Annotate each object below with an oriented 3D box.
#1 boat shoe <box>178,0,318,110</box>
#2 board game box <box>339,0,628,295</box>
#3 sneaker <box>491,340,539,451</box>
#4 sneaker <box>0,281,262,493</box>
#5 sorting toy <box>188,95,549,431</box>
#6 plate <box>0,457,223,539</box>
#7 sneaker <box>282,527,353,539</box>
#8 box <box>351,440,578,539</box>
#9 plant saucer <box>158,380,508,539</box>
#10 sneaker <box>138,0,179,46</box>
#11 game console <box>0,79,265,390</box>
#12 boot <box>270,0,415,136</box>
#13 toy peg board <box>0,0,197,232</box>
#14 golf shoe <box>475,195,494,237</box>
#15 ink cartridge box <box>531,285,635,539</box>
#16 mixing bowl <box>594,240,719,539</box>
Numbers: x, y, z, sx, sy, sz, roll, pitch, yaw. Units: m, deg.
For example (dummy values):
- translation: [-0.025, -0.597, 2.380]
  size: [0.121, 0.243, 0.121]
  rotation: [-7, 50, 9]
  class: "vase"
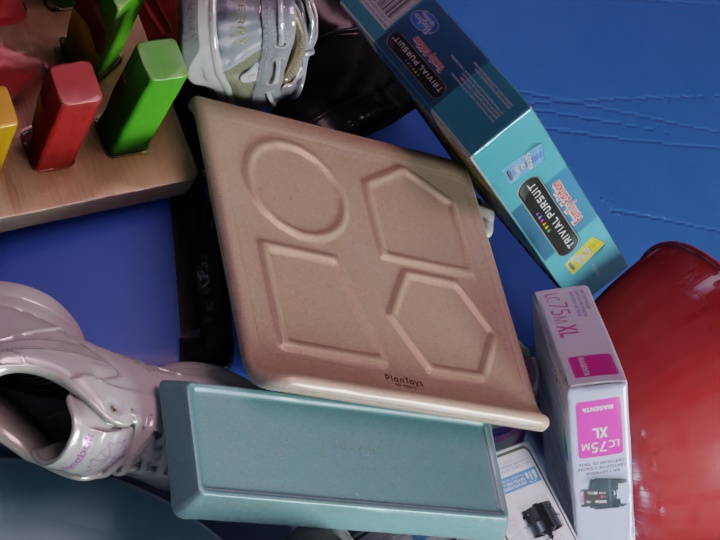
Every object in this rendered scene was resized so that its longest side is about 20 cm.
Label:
- translation: [-0.053, -0.127, 1.028]
  size: [0.202, 0.064, 0.075]
  rotation: [21, 69, -83]
  class: "boat shoe"
- translation: [0.078, -0.081, 1.134]
  size: [0.151, 0.047, 0.200]
  rotation: [54, 3, 36]
  class: "board game box"
- translation: [0.057, 0.048, 1.146]
  size: [0.201, 0.080, 0.089]
  rotation: [-108, -174, -48]
  class: "sneaker"
- translation: [-0.117, 0.081, 0.909]
  size: [0.198, 0.075, 0.100]
  rotation: [23, 22, -20]
  class: "sneaker"
- translation: [0.000, 0.000, 0.995]
  size: [0.184, 0.037, 0.201]
  rotation: [12, 45, -33]
  class: "sorting toy"
- translation: [-0.135, 0.151, 0.850]
  size: [0.198, 0.026, 0.201]
  rotation: [18, 21, -7]
  class: "plate"
- translation: [0.004, 0.197, 0.924]
  size: [0.116, 0.073, 0.200]
  rotation: [51, 6, -7]
  class: "sneaker"
- translation: [0.083, 0.210, 1.012]
  size: [0.060, 0.116, 0.201]
  rotation: [-12, 72, -49]
  class: "box"
- translation: [-0.007, 0.094, 0.922]
  size: [0.198, 0.019, 0.071]
  rotation: [10, 57, -35]
  class: "plant saucer"
- translation: [-0.110, -0.186, 1.113]
  size: [0.115, 0.079, 0.201]
  rotation: [14, 35, -43]
  class: "sneaker"
- translation: [-0.123, -0.009, 1.044]
  size: [0.171, 0.117, 0.202]
  rotation: [54, 24, -55]
  class: "game console"
- translation: [-0.037, -0.158, 1.200]
  size: [0.163, 0.073, 0.198]
  rotation: [57, 31, 0]
  class: "boot"
- translation: [-0.195, -0.131, 0.950]
  size: [0.197, 0.098, 0.202]
  rotation: [-13, 70, -28]
  class: "toy peg board"
- translation: [0.012, -0.020, 1.084]
  size: [0.087, 0.078, 0.200]
  rotation: [18, 29, 18]
  class: "golf shoe"
- translation: [0.130, 0.124, 1.067]
  size: [0.120, 0.041, 0.202]
  rotation: [-99, -176, -65]
  class: "ink cartridge box"
- translation: [0.185, 0.094, 1.171]
  size: [0.108, 0.200, 0.202]
  rotation: [-22, 77, -19]
  class: "mixing bowl"
